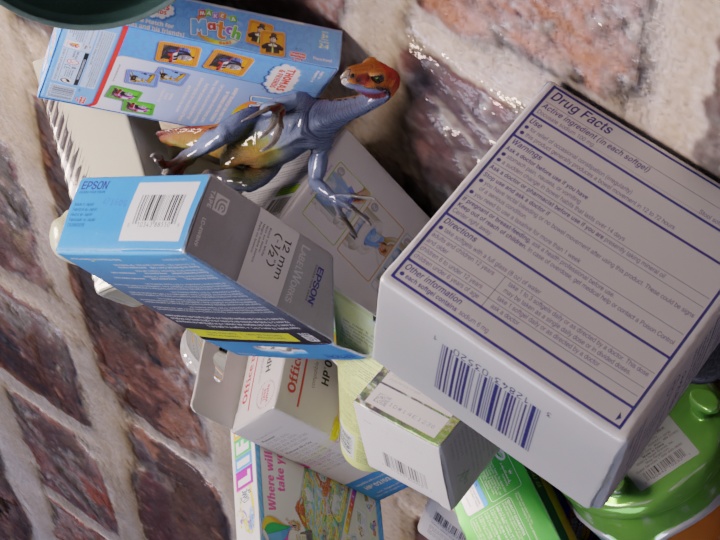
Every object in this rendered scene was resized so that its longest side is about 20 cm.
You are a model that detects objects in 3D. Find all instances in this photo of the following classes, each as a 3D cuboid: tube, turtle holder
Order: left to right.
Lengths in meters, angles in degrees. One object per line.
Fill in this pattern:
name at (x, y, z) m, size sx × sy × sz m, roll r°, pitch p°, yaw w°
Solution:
tube at (0.011, 0.087, 1.432) m, size 0.057 × 0.052 × 0.201 m, roll -4°, pitch 146°, yaw -2°
turtle holder at (0.203, 0.143, 1.380) m, size 0.185 × 0.141 × 0.132 m, roll 11°, pitch 143°, yaw 45°

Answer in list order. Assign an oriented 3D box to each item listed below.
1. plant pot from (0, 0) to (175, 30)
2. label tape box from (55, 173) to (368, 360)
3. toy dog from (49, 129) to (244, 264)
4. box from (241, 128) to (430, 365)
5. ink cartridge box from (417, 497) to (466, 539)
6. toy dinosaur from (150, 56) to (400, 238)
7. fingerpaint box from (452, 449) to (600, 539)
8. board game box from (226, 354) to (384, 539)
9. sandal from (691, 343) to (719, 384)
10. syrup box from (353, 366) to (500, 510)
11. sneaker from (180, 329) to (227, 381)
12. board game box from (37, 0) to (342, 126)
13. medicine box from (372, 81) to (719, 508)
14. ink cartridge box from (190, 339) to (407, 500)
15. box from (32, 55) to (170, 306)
plant pot at (-0.189, -0.271, 1.245) m, size 0.201 × 0.200 × 0.134 m, roll 51°, pitch 180°, yaw -20°
label tape box at (-0.099, 0.001, 1.358) m, size 0.143 × 0.067 × 0.200 m, roll 0°, pitch 158°, yaw 43°
toy dog at (-0.140, -0.037, 1.587) m, size 0.199 × 0.140 × 0.194 m, roll 7°, pitch 151°, yaw 51°
box at (0.000, 0.000, 1.466) m, size 0.200 × 0.102 × 0.112 m, roll 46°, pitch 155°, yaw -21°
ink cartridge box at (0.140, 0.207, 1.637) m, size 0.145 × 0.084 × 0.200 m, roll 36°, pitch 155°, yaw 11°
toy dinosaur at (-0.061, -0.112, 1.352) m, size 0.105 × 0.181 × 0.200 m, roll 53°, pitch -175°, yaw -47°
fingerpaint box at (0.142, 0.188, 1.435) m, size 0.167 × 0.073 × 0.201 m, roll 17°, pitch -136°, yaw -61°
board game box at (-0.046, 0.168, 1.592) m, size 0.134 × 0.201 × 0.034 m, roll 18°, pitch 142°, yaw -34°
sandal at (0.171, 0.013, 1.302) m, size 0.200 × 0.076 × 0.043 m, roll 38°, pitch 178°, yaw 8°
syrup box at (0.088, 0.064, 1.343) m, size 0.078 × 0.200 × 0.082 m, roll 25°, pitch 148°, yaw 30°
sneaker at (-0.094, 0.102, 1.819) m, size 0.199 × 0.076 × 0.092 m, roll 34°, pitch 150°, yaw 13°
board game box at (-0.129, -0.151, 1.381) m, size 0.198 × 0.037 × 0.151 m, roll 11°, pitch 159°, yaw -14°
medicine box at (0.137, 0.012, 1.192) m, size 0.182 × 0.200 × 0.103 m, roll 33°, pitch 152°, yaw 15°
ink cartridge box at (-0.035, 0.098, 1.564) m, size 0.199 × 0.116 × 0.068 m, roll 28°, pitch 144°, yaw -27°
box at (-0.191, -0.079, 1.478) m, size 0.082 × 0.068 × 0.201 m, roll 33°, pitch -142°, yaw -71°
